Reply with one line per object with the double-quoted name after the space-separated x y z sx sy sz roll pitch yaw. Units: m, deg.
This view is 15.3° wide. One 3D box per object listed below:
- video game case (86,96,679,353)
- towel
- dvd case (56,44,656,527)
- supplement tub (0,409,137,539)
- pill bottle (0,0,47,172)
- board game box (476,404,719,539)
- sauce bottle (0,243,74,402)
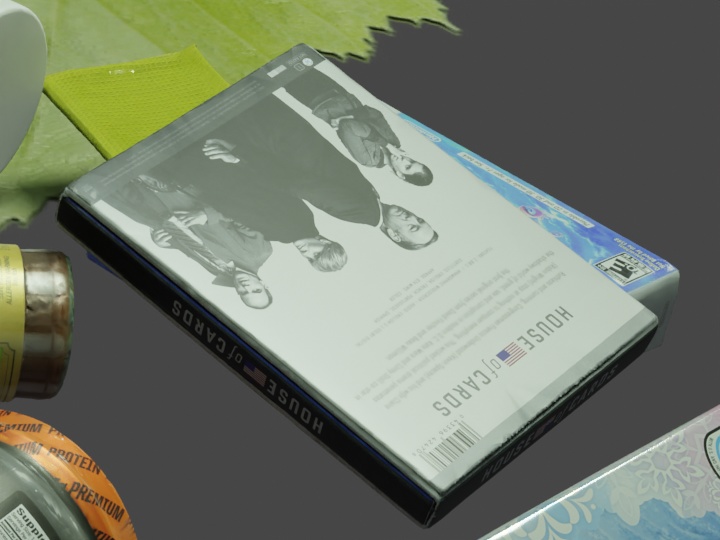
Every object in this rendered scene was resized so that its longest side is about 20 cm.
0.011 -0.004 1.192 0.200 0.046 0.181 31 35 31 "video game case"
-0.062 -0.045 1.172 0.086 0.018 0.200 -10 36 -31 "towel"
0.000 0.000 1.075 0.200 0.025 0.150 39 48 19 "dvd case"
-0.159 0.124 0.813 0.122 0.123 0.200 23 30 20 "supplement tub"
-0.248 -0.109 1.205 0.199 0.120 0.120 23 30 19 "pill bottle"
0.092 0.162 0.783 0.199 0.043 0.201 -25 80 -36 "board game box"
-0.214 0.018 1.048 0.199 0.065 0.065 2 30 -14 "sauce bottle"
